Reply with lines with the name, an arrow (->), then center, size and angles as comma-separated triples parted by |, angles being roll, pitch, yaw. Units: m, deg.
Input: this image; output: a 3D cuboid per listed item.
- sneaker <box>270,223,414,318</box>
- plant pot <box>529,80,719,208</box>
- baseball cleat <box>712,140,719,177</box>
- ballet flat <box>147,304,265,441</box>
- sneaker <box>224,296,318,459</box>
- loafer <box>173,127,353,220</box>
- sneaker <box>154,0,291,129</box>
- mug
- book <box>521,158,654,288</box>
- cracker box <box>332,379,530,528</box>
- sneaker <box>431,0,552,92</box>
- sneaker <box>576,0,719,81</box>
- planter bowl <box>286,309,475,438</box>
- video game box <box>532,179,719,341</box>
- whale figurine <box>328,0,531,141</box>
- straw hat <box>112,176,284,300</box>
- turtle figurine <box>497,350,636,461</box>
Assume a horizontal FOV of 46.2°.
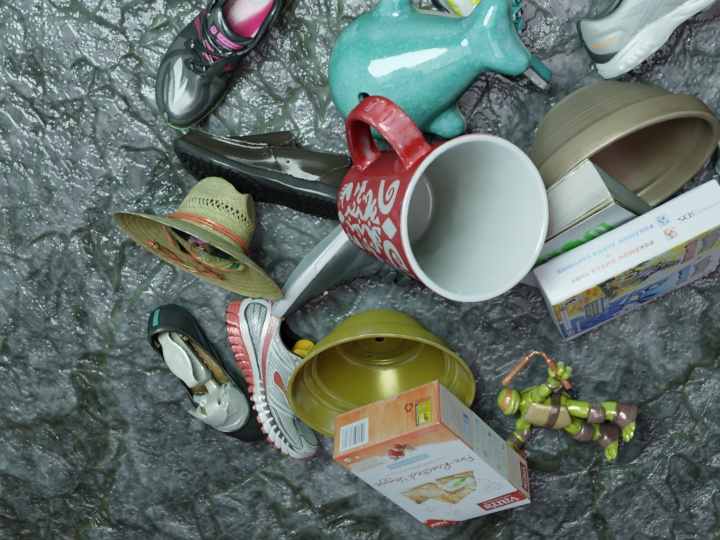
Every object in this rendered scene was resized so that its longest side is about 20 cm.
sneaker -> 0.000, 0.000, 0.897 | 0.200, 0.071, 0.099 | -45, 103, 1
plant pot -> 0.240, -0.120, 0.835 | 0.200, 0.201, 0.093 | -26, 64, 9
baseball cleat -> 0.439, -0.069, 0.884 | 0.106, 0.070, 0.201 | -21, 107, 8
ballet flat -> -0.177, 0.129, 0.953 | 0.068, 0.068, 0.200 | -34, 105, 12
sneaker -> -0.084, 0.121, 0.946 | 0.082, 0.078, 0.201 | -17, 107, 5
loafer -> -0.095, -0.111, 0.883 | 0.199, 0.073, 0.072 | 17, 69, 0
sneaker -> -0.141, -0.227, 0.829 | 0.077, 0.084, 0.200 | 35, 105, -10
mug -> 0.057, -0.075, 0.761 | 0.133, 0.200, 0.178 | -15, 102, -17
book -> 0.213, -0.031, 0.833 | 0.133, 0.200, 0.048 | -36, 65, 25
cracker box -> 0.081, 0.208, 0.927 | 0.134, 0.058, 0.200 | -25, 132, 27
sneaker -> 0.129, -0.260, 0.824 | 0.080, 0.078, 0.200 | -40, 105, 1
sneaker -> 0.299, -0.275, 0.817 | 0.200, 0.074, 0.079 | -41, 98, 13
planter bowl -> 0.021, 0.102, 0.919 | 0.199, 0.084, 0.201 | -1, 137, -1
video game box -> 0.272, -0.001, 0.848 | 0.182, 0.200, 0.047 | -29, 69, 9
whale figurine -> 0.055, -0.190, 0.794 | 0.199, 0.104, 0.160 | -7, 117, 39
straw hat -> -0.149, -0.048, 0.862 | 0.200, 0.201, 0.085 | 27, 75, -8
turtle figurine -> 0.219, 0.168, 0.966 | 0.161, 0.065, 0.201 | 16, 126, -2
